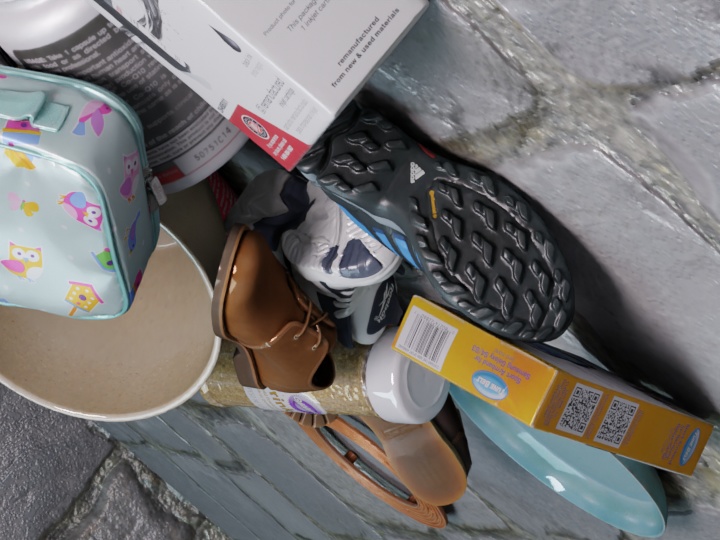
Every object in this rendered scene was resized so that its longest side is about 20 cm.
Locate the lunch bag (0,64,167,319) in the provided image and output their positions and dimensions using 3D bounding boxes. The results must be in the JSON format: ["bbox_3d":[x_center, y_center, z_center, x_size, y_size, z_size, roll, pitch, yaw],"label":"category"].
[{"bbox_3d":[-0.216,-0.056,1.223,0.199,0.077,0.161,12,139,14],"label":"lunch bag"}]

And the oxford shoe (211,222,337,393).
[{"bbox_3d":[-0.052,0.026,1.330,0.071,0.072,0.200,13,160,14],"label":"oxford shoe"}]

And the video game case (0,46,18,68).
[{"bbox_3d":[-0.256,-0.218,1.244,0.143,0.018,0.200,58,-168,-51],"label":"video game case"}]

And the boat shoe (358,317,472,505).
[{"bbox_3d":[0.028,0.089,1.584,0.070,0.070,0.200,-15,121,17],"label":"boat shoe"}]

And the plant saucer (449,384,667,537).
[{"bbox_3d":[0.144,0.120,1.478,0.200,0.027,0.200,37,166,11],"label":"plant saucer"}]

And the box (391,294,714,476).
[{"bbox_3d":[0.124,0.073,1.232,0.119,0.042,0.200,28,-177,42],"label":"box"}]

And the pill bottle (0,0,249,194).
[{"bbox_3d":[-0.153,-0.149,1.231,0.114,0.114,0.200,23,158,47],"label":"pill bottle"}]

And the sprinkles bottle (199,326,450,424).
[{"bbox_3d":[-0.030,0.072,1.496,0.200,0.068,0.068,1,143,40],"label":"sprinkles bottle"}]

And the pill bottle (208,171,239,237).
[{"bbox_3d":[-0.143,-0.030,1.567,0.112,0.112,0.200,21,157,51],"label":"pill bottle"}]

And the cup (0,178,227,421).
[{"bbox_3d":[-0.172,-0.020,1.397,0.200,0.143,0.201,8,129,10],"label":"cup"}]

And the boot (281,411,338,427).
[{"bbox_3d":[-0.090,0.051,1.779,0.200,0.075,0.107,51,166,-12],"label":"boot"}]

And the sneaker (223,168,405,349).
[{"bbox_3d":[0.000,0.000,1.381,0.130,0.080,0.199,41,162,-28],"label":"sneaker"}]

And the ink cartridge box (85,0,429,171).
[{"bbox_3d":[-0.077,-0.158,1.075,0.200,0.084,0.144,41,166,-3],"label":"ink cartridge box"}]

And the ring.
[{"bbox_3d":[0.010,0.187,2.032,0.200,0.019,0.201,36,164,12],"label":"ring"}]

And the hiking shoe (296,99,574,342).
[{"bbox_3d":[0.051,-0.029,1.204,0.200,0.074,0.087,42,180,17],"label":"hiking shoe"}]
